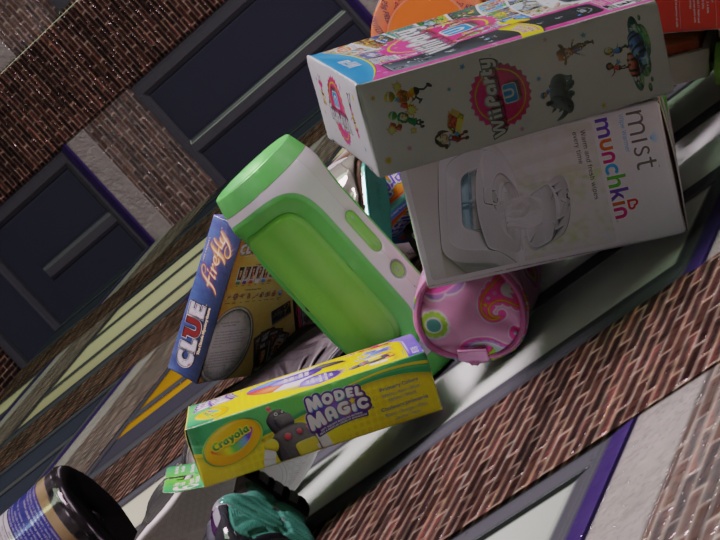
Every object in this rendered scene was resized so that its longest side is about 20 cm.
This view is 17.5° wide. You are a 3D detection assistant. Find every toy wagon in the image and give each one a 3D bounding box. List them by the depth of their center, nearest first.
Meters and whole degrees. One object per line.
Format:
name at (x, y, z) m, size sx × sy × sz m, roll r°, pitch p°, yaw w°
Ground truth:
toy wagon at (0.202, -0.160, 1.749) m, size 0.154 × 0.040 × 0.200 m, roll 1°, pitch 20°, yaw 14°

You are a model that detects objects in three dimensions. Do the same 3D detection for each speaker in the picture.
speaker at (-0.014, -0.002, 1.723) m, size 0.088 × 0.200 × 0.088 m, roll -41°, pitch 9°, yaw 8°

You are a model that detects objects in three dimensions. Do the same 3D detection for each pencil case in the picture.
pencil case at (0.089, -0.001, 1.663) m, size 0.087 × 0.088 × 0.200 m, roll -40°, pitch 8°, yaw 18°

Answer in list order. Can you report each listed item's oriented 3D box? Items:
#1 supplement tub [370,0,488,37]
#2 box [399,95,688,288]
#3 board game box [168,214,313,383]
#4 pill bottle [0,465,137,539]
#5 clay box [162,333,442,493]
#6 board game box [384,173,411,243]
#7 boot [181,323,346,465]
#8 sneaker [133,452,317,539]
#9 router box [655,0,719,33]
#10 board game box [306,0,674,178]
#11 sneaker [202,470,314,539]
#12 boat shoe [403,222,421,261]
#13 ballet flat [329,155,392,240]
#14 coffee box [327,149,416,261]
supplement tub at (0.083, -0.189, 1.839) m, size 0.122 × 0.123 × 0.200 m, roll -40°, pitch -5°, yaw 18°
box at (0.124, -0.075, 1.572) m, size 0.175 × 0.097 × 0.200 m, roll -13°, pitch 16°, yaw 9°
board game box at (-0.071, 0.018, 1.952) m, size 0.200 × 0.034 × 0.136 m, roll -5°, pitch -64°, yaw -58°
pill bottle at (-0.287, 0.267, 1.962) m, size 0.200 × 0.112 × 0.112 m, roll -42°, pitch 8°, yaw 8°
clay box at (-0.047, 0.100, 1.627) m, size 0.199 × 0.048 × 0.115 m, roll -17°, pitch 5°, yaw -2°
board game box at (0.074, -0.082, 1.985) m, size 0.152 × 0.045 × 0.200 m, roll -39°, pitch -16°, yaw 27°
boot at (-0.054, 0.102, 1.870) m, size 0.200 × 0.070 × 0.131 m, roll -52°, pitch 17°, yaw -26°
sneaker at (-0.106, 0.160, 1.786) m, size 0.200 × 0.071 × 0.099 m, roll -45°, pitch 13°, yaw 14°
router box at (0.252, -0.208, 1.702) m, size 0.178 × 0.049 × 0.200 m, roll -5°, pitch 11°, yaw -1°
board game box at (0.080, -0.127, 1.499) m, size 0.199 × 0.065 × 0.148 m, roll -18°, pitch 16°, yaw -10°
sneaker at (-0.078, 0.195, 1.559) m, size 0.088 × 0.074 × 0.200 m, roll -57°, pitch -1°, yaw 6°
boat shoe at (0.116, -0.063, 1.911) m, size 0.200 × 0.057 × 0.069 m, roll -39°, pitch 9°, yaw 28°
ballet flat at (0.000, 0.000, 1.850) m, size 0.063 × 0.067 × 0.201 m, roll -25°, pitch 53°, yaw 21°
coffee box at (0.009, -0.055, 2.175) m, size 0.200 × 0.114 × 0.080 m, roll -44°, pitch 8°, yaw -11°
